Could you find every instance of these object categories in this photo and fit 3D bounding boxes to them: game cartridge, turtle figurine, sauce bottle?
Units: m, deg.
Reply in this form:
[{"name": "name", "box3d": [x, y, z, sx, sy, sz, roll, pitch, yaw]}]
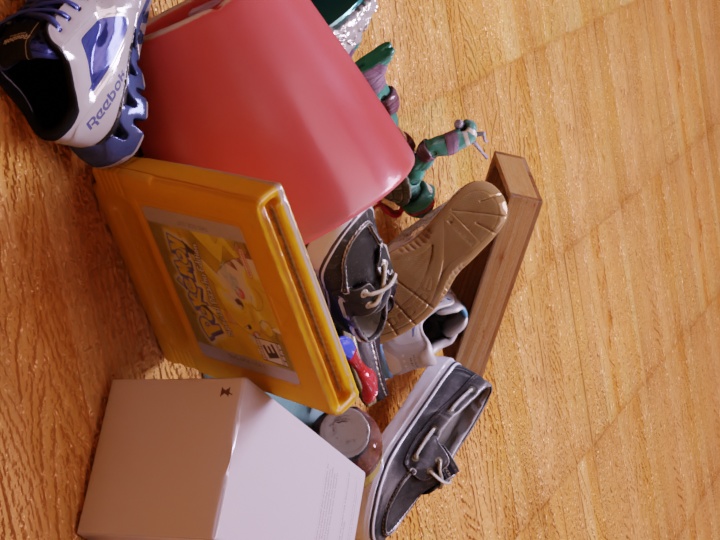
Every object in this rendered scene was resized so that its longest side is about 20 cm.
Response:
[{"name": "game cartridge", "box3d": [-0.101, 0.008, 1.251, 0.032, 0.199, 0.178, -39, 123, -33]}, {"name": "turtle figurine", "box3d": [0.037, -0.119, 1.637, 0.101, 0.149, 0.201, -52, 126, -30]}, {"name": "sauce bottle", "box3d": [-0.012, 0.144, 1.472, 0.200, 0.065, 0.067, 92, 1, -76]}]

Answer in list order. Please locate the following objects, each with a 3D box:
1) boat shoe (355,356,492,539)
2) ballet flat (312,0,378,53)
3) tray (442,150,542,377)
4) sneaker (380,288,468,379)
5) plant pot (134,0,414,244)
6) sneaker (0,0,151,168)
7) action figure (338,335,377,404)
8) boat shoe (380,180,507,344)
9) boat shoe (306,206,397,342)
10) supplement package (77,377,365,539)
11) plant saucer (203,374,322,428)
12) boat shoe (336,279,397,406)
[{"name": "boat shoe", "box3d": [0.059, 0.170, 1.645, 0.201, 0.070, 0.072, -61, 154, -21]}, {"name": "ballet flat", "box3d": [-0.053, -0.177, 1.496, 0.200, 0.071, 0.072, -43, 126, -34]}, {"name": "tray", "box3d": [0.124, -0.002, 1.716, 0.099, 0.037, 0.202, -102, -155, -61]}, {"name": "sneaker", "box3d": [0.070, 0.035, 1.717, 0.075, 0.086, 0.201, 65, 31, -33]}, {"name": "plant pot", "box3d": [-0.083, -0.119, 1.326, 0.179, 0.199, 0.200, 65, 31, -15]}, {"name": "sneaker", "box3d": [-0.198, -0.173, 1.203, 0.115, 0.080, 0.202, 1, 87, -66]}, {"name": "action figure", "box3d": [-0.049, 0.063, 1.408, 0.201, 0.065, 0.100, 58, 27, -43]}, {"name": "boat shoe", "box3d": [0.052, -0.002, 1.639, 0.071, 0.200, 0.069, 50, -9, -6]}, {"name": "boat shoe", "box3d": [0.000, 0.000, 1.427, 0.071, 0.063, 0.200, -49, 165, -16]}, {"name": "supplement package", "box3d": [-0.098, 0.170, 1.312, 0.200, 0.119, 0.122, 46, 49, -53]}, {"name": "plant saucer", "box3d": [-0.068, 0.064, 1.486, 0.200, 0.036, 0.202, 17, 71, -63]}, {"name": "boat shoe", "box3d": [0.002, 0.017, 1.560, 0.073, 0.064, 0.202, -153, -131, -84]}]
